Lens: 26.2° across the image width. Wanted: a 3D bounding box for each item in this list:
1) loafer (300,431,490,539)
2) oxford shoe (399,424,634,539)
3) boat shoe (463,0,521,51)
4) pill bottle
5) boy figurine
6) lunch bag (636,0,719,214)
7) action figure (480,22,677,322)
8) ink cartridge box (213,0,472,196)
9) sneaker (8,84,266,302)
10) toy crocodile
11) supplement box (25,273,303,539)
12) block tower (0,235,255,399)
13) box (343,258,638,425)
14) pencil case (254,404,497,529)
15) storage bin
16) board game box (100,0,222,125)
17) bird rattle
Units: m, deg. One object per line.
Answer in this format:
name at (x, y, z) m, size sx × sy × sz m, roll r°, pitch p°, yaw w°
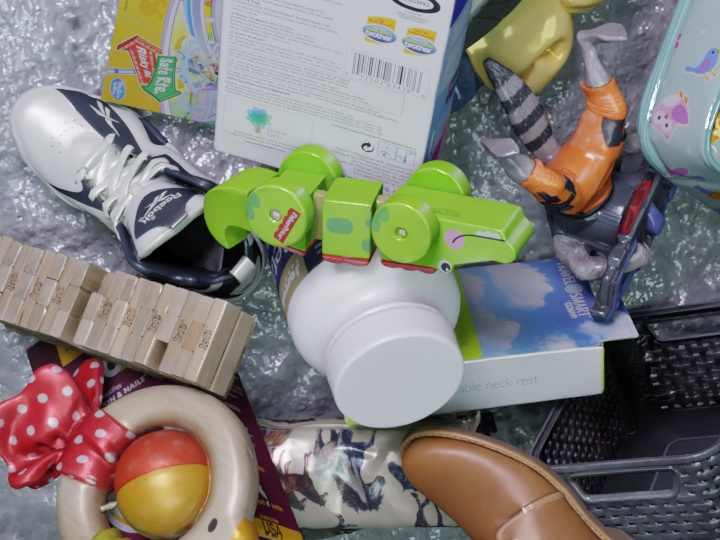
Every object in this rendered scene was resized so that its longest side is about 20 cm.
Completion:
loafer at (0.002, 0.155, 1.134) m, size 0.199 × 0.063 × 0.072 m, roll -18°, pitch 111°, yaw 1°
oxford shoe at (0.103, 0.170, 0.975) m, size 0.200 × 0.071 × 0.071 m, roll 34°, pitch 132°, yaw 10°
boat shoe at (0.086, -0.216, 0.935) m, size 0.065 × 0.074 × 0.202 m, roll 40°, pitch 119°, yaw 14°
pill bottle at (0.000, 0.000, 0.992) m, size 0.111 × 0.200 × 0.111 m, roll -10°, pitch 134°, yaw -10°
boy figurine at (0.089, -0.170, 1.022) m, size 0.200 × 0.064 × 0.124 m, roll -35°, pitch 115°, yaw 6°
lunch bag at (0.275, -0.112, 1.014) m, size 0.200 × 0.077 × 0.161 m, roll 23°, pitch 82°, yaw -41°
action figure at (0.161, -0.081, 1.038) m, size 0.200 × 0.104 × 0.194 m, roll -57°, pitch 143°, yaw -23°
ink cartridge box at (-0.007, -0.145, 0.899) m, size 0.136 × 0.077 × 0.200 m, roll 16°, pitch 139°, yaw 6°
sneaker at (-0.141, -0.051, 0.992) m, size 0.199 × 0.130 × 0.080 m, roll 45°, pitch 84°, yaw -7°
toy crocodile at (0.001, -0.029, 0.902) m, size 0.199 × 0.068 × 0.062 m, roll 9°, pitch 119°, yaw 16°
supplement box at (-0.132, 0.116, 1.026) m, size 0.110 × 0.201 × 0.086 m, roll -33°, pitch 150°, yaw 15°
block tower at (-0.160, 0.029, 0.989) m, size 0.054 × 0.199 × 0.058 m, roll 37°, pitch 72°, yaw -57°
box at (0.080, 0.044, 1.069) m, size 0.199 × 0.122 × 0.048 m, roll -6°, pitch 120°, yaw -2°
pencil case at (-0.005, 0.134, 1.074) m, size 0.199 × 0.078 × 0.090 m, roll -1°, pitch 104°, yaw 11°
storage bin at (0.213, 0.111, 1.054) m, size 0.135 × 0.200 × 0.094 m, roll -9°, pitch 115°, yaw 30°
board game box at (-0.082, -0.175, 0.971) m, size 0.134 × 0.034 × 0.200 m, roll 12°, pitch 136°, yaw -9°
bird rattle at (-0.137, 0.135, 0.937) m, size 0.162 × 0.201 × 0.113 m, roll -20°, pitch 141°, yaw 9°
